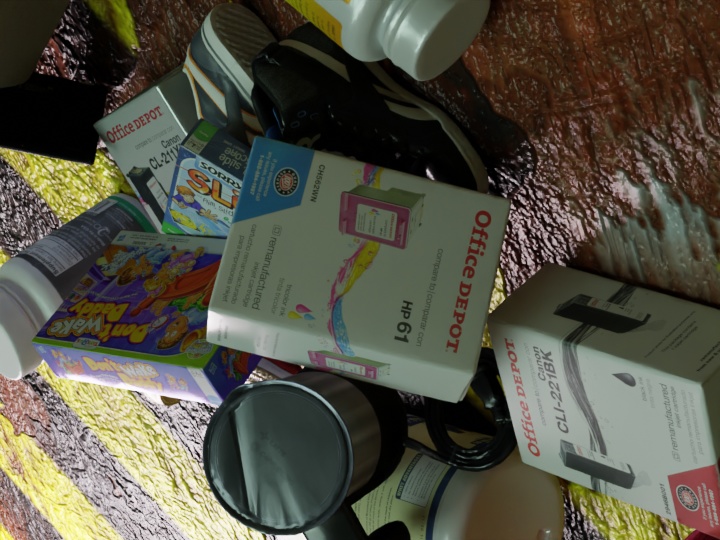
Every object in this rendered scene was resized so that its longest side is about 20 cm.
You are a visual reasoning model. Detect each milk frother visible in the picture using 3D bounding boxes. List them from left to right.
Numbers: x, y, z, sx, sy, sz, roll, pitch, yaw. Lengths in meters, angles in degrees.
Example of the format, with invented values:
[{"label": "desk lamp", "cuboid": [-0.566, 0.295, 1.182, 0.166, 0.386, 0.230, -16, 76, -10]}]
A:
[{"label": "milk frother", "cuboid": [0.010, 0.123, 1.327, 0.180, 0.200, 0.188, 43, -169, 8]}]

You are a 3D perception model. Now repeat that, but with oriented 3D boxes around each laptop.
[{"label": "laptop", "cuboid": [-0.340, -0.130, 1.602, 0.187, 0.200, 0.116, 10, 126, -9]}]

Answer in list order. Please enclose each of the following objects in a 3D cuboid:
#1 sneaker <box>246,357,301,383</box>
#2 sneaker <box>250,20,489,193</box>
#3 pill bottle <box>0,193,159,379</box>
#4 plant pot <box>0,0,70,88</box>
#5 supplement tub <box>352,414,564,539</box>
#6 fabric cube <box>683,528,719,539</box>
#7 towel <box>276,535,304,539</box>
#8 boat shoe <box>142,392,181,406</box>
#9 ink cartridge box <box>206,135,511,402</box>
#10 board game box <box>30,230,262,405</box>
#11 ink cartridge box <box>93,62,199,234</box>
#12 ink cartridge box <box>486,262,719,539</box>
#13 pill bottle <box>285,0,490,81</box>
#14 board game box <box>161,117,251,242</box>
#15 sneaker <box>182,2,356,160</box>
[{"label": "sneaker", "cuboid": [-0.117, 0.043, 1.653, 0.200, 0.113, 0.071, 31, 153, -23]}, {"label": "sneaker", "cuboid": [-0.006, -0.098, 1.306, 0.200, 0.112, 0.073, 44, 148, 14]}, {"label": "pill bottle", "cuboid": [-0.291, 0.017, 1.712, 0.113, 0.200, 0.113, 35, 145, 29]}, {"label": "plant pot", "cuboid": [-0.363, -0.267, 1.508, 0.200, 0.200, 0.177, 33, -172, 29]}, {"label": "supplement tub", "cuboid": [0.062, 0.205, 1.488, 0.200, 0.145, 0.145, 10, 129, 48]}, {"label": "fabric cube", "cuboid": [0.272, 0.312, 1.265, 0.199, 0.200, 0.196, 46, 149, 11]}, {"label": "towel", "cuboid": [-0.024, 0.254, 1.704, 0.200, 0.048, 0.171, 9, 130, 48]}, {"label": "boat shoe", "cuboid": [-0.186, 0.080, 1.765, 0.065, 0.072, 0.200, 39, 141, 24]}, {"label": "ink cartridge box", "cuboid": [0.000, 0.000, 1.261, 0.199, 0.145, 0.085, 14, 160, -2]}, {"label": "board game box", "cuboid": [-0.153, 0.035, 1.383, 0.200, 0.135, 0.045, 5, 138, 39]}, {"label": "ink cartridge box", "cuboid": [-0.130, -0.081, 1.516, 0.200, 0.083, 0.146, 58, 149, -9]}, {"label": "ink cartridge box", "cuboid": [0.201, 0.092, 1.250, 0.200, 0.084, 0.145, 18, 135, 45]}, {"label": "pill bottle", "cuboid": [-0.008, -0.221, 1.190, 0.200, 0.109, 0.109, 42, 147, 18]}, {"label": "board game box", "cuboid": [-0.062, -0.026, 1.380, 0.200, 0.034, 0.135, 31, 148, 5]}, {"label": "sneaker", "cuboid": [-0.073, -0.119, 1.403, 0.200, 0.078, 0.079, 56, 136, 11]}]
